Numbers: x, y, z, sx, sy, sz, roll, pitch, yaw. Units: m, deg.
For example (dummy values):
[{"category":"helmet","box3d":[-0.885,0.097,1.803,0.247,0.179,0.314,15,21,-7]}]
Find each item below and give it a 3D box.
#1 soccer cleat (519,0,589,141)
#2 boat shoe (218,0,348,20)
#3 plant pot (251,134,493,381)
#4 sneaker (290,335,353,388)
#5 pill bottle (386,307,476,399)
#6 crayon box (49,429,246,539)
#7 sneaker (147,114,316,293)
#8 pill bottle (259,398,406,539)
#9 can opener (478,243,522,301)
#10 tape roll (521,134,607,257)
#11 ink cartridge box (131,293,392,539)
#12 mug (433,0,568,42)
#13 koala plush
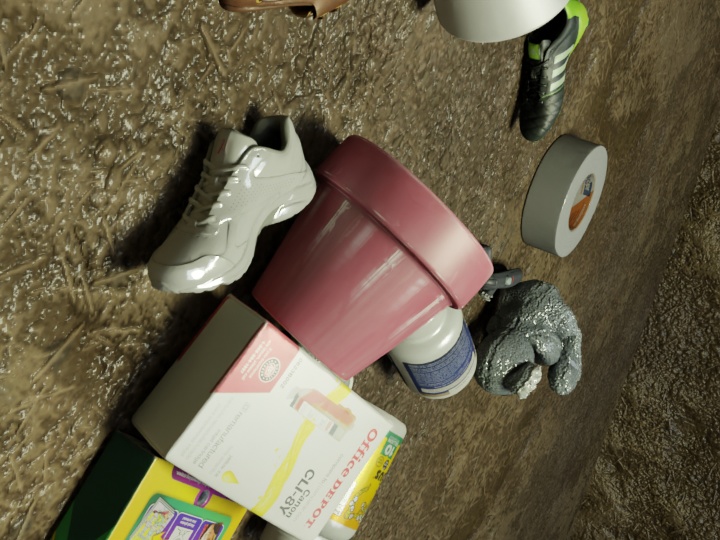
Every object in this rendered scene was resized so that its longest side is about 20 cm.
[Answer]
[{"category":"soccer cleat","box3d":[0.254,-0.281,1.243,0.081,0.067,0.201,6,106,-44]},{"category":"boat shoe","box3d":[-0.042,-0.240,0.722,0.200,0.072,0.068,-18,132,-49]},{"category":"plant pot","box3d":[0.000,0.000,0.870,0.179,0.200,0.200,-47,151,-4]},{"category":"sneaker","box3d":[-0.074,0.122,0.956,0.200,0.075,0.116,-49,145,-50]},{"category":"pill bottle","box3d":[0.082,0.081,1.151,0.111,0.111,0.200,-57,152,-17]},{"category":"crayon box","box3d":[-0.203,0.258,0.831,0.173,0.058,0.200,-59,152,-11]},{"category":"sneaker","box3d":[-0.114,-0.063,0.736,0.200,0.077,0.100,-54,145,-42]},{"category":"pill bottle","box3d":[-0.036,0.250,1.068,0.201,0.112,0.113,-61,153,-11]},{"category":"can opener","box3d":[0.213,0.007,1.383,0.200,0.063,0.079,6,105,-62]},{"category":"tape roll","box3d":[0.349,-0.126,1.524,0.200,0.066,0.201,-40,143,-40]},{"category":"ink cartridge box","box3d":[-0.084,0.142,0.830,0.145,0.083,0.200,-53,128,-9]},{"category":"mug","box3d":[0.119,-0.345,0.892,0.149,0.187,0.153,-30,139,2]},{"category":"koala plush","box3d":[0.245,0.128,1.434,0.200,0.177,0.185,-32,133,-41]}]
